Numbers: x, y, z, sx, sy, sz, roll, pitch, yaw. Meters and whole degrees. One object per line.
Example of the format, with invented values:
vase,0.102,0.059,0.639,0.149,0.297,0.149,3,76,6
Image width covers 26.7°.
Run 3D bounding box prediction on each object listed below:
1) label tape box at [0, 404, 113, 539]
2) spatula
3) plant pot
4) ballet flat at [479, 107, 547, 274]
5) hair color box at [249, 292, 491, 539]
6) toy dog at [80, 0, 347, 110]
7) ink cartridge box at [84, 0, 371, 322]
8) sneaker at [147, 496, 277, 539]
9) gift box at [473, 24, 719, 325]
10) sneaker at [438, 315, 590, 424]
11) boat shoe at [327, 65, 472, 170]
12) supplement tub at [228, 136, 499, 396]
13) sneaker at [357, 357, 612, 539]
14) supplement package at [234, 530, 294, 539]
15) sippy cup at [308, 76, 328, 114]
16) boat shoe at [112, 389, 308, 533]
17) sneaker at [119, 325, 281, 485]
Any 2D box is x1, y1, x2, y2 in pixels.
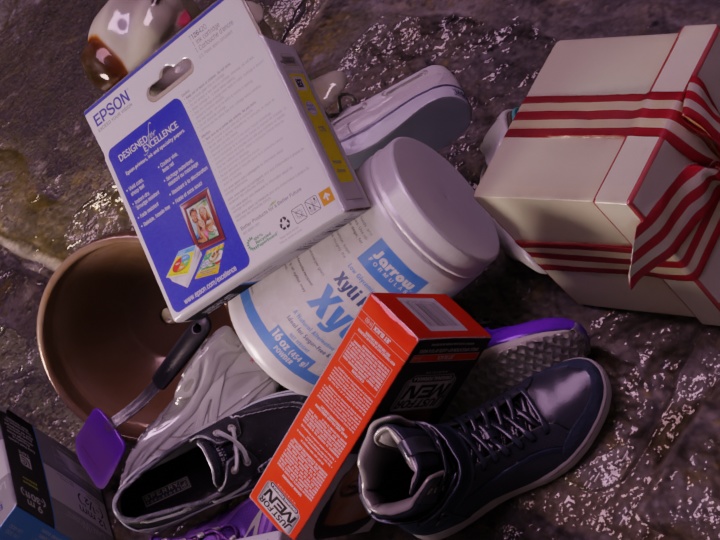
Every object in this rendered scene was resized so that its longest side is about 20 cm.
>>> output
label tape box,-0.284,0.230,1.350,0.066,0.143,0.200,-39,42,8
spatula,-0.197,0.114,1.377,0.200,0.021,0.057,-49,65,16
plant pot,-0.193,0.054,1.421,0.201,0.201,0.093,-27,8,19
ballet flat,0.136,-0.058,1.315,0.069,0.069,0.200,-25,42,21
hair color box,0.007,0.113,1.171,0.061,0.101,0.200,44,115,31
toy dog,-0.140,-0.170,1.312,0.194,0.200,0.140,-4,51,55
ink cartridge box,-0.112,-0.090,1.215,0.198,0.047,0.200,-32,75,33
sneaker,-0.138,0.246,1.269,0.200,0.083,0.081,-36,43,8
gift box,0.224,-0.056,1.158,0.187,0.184,0.200,4,64,50
sneaker,0.089,0.063,1.244,0.200,0.070,0.100,-22,44,22
boat shoe,-0.001,-0.120,1.338,0.202,0.075,0.086,-33,43,15
supplement tub,0.000,0.000,1.245,0.200,0.132,0.132,-41,40,26
sneaker,0.089,0.126,1.131,0.202,0.146,0.077,-39,60,9
supplement package,-0.052,0.283,1.084,0.109,0.200,0.114,-17,48,27
sippy cup,-0.090,-0.096,1.460,0.139,0.178,0.130,-14,50,1
boat shoe,-0.117,0.158,1.273,0.200,0.068,0.072,-25,79,-5
sneaker,-0.140,0.152,1.349,0.200,0.099,0.078,-55,1,21
